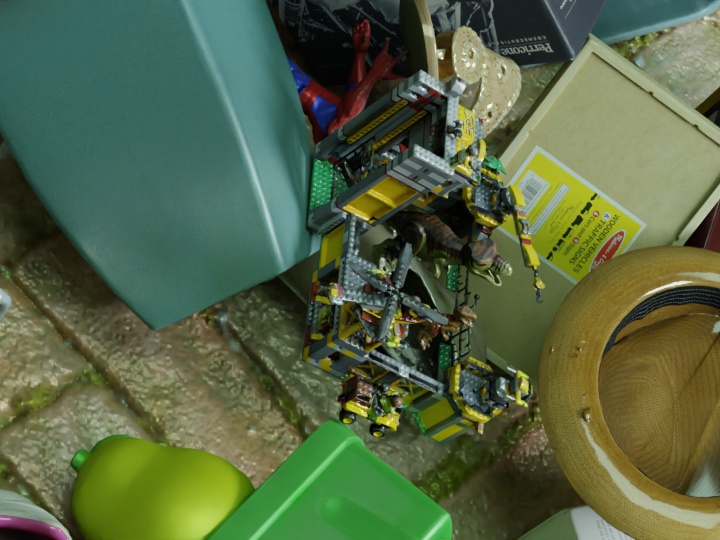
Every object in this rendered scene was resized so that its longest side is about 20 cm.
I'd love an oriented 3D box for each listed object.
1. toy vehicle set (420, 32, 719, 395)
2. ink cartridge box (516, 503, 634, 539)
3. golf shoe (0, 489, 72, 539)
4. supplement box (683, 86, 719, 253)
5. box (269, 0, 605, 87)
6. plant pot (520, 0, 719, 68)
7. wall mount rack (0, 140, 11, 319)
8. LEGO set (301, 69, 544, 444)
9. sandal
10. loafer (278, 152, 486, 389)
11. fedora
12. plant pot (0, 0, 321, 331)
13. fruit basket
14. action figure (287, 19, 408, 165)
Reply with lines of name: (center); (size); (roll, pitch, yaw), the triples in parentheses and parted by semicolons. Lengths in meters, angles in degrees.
toy vehicle set: (0.130, -0.030, 1.267); (0.124, 0.200, 0.027); (36, 14, -7)
ink cartridge box: (0.209, 0.202, 1.239); (0.199, 0.088, 0.146); (-10, 71, -28)
golf shoe: (-0.236, 0.156, 1.031); (0.199, 0.091, 0.076); (-17, 96, -31)
supplement box: (0.289, 0.000, 1.352); (0.197, 0.133, 0.201); (30, 56, -10)
box: (0.032, -0.219, 1.254); (0.182, 0.199, 0.104); (56, 48, -34)
plant pot: (0.166, -0.293, 1.411); (0.195, 0.197, 0.201); (-19, 65, -32)
wall mount rack: (-0.276, -0.042, 1.126); (0.173, 0.075, 0.201); (11, 60, -21)
LEGO set: (0.049, -0.012, 1.142); (0.153, 0.116, 0.201); (33, 49, -24)
sandal: (0.062, -0.111, 1.240); (0.069, 0.212, 0.078); (-10, 68, -6)
loafer: (0.000, 0.000, 1.233); (0.200, 0.068, 0.076); (42, 94, -3)
fedora: (0.184, 0.084, 1.189); (0.199, 0.082, 0.202); (7, 60, -13)
plant pot: (-0.108, -0.080, 1.166); (0.201, 0.141, 0.141); (64, 18, -3)
fruit basket: (-0.069, 0.174, 1.107); (0.214, 0.156, 0.216); (-8, 36, 6)
action figure: (-0.034, -0.136, 1.251); (0.200, 0.099, 0.065); (40, 22, 11)
